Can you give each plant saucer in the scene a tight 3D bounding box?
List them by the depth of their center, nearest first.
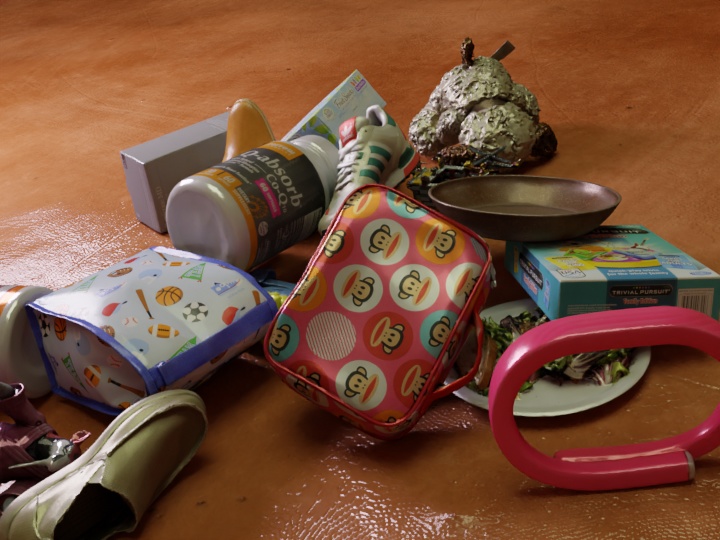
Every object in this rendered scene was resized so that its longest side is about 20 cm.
[{"bbox_3d":[0.169,-0.064,1.067,0.197,0.037,0.201,-1,16,0],"label":"plant saucer"}]

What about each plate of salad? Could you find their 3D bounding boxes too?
[{"bbox_3d":[0.168,0.068,0.956,0.197,0.049,0.201,-8,26,4],"label":"plate of salad"}]

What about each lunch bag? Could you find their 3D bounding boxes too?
[{"bbox_3d":[0.029,0.040,0.905,0.175,0.082,0.201,28,75,15],"label":"lunch bag"},{"bbox_3d":[-0.198,0.064,1.006,0.198,0.125,0.169,6,29,43],"label":"lunch bag"}]

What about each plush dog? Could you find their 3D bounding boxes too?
[{"bbox_3d":[0.176,-0.206,1.399,0.197,0.161,0.173,-16,54,-10],"label":"plush dog"}]

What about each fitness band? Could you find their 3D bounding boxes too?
[{"bbox_3d":[0.196,0.099,0.779,0.197,0.145,0.038,-7,28,6],"label":"fitness band"}]

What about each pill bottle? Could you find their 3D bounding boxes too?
[{"bbox_3d":[-0.412,0.071,1.070,0.197,0.116,0.114,1,29,20],"label":"pill bottle"},{"bbox_3d":[-0.106,-0.075,1.121,0.115,0.118,0.199,12,30,35],"label":"pill bottle"}]

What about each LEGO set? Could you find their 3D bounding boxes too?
[{"bbox_3d":[0.083,-0.097,1.220,0.153,0.117,0.199,15,36,40],"label":"LEGO set"}]

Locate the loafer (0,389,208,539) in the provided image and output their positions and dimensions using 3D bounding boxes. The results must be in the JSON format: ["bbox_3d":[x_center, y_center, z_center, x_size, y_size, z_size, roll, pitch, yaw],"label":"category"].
[{"bbox_3d":[-0.197,0.176,0.848,0.068,0.076,0.199,21,49,43],"label":"loafer"}]

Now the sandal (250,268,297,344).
[{"bbox_3d":[-0.079,0.040,1.063,0.087,0.081,0.199,-27,33,-38],"label":"sandal"}]

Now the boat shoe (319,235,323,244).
[{"bbox_3d":[0.000,-0.002,1.121,0.065,0.076,0.199,-2,14,-15],"label":"boat shoe"}]

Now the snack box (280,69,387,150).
[{"bbox_3d":[-0.073,-0.148,1.318,0.199,0.068,0.169,-37,11,32],"label":"snack box"}]

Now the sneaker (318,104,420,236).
[{"bbox_3d":[-0.006,-0.111,1.119,0.070,0.094,0.200,-18,22,38],"label":"sneaker"}]

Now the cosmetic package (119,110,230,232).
[{"bbox_3d":[-0.221,-0.141,1.423,0.199,0.108,0.090,-29,32,-30],"label":"cosmetic package"}]

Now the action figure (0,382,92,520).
[{"bbox_3d":[-0.331,0.170,0.910,0.197,0.136,0.149,1,-17,-6],"label":"action figure"}]

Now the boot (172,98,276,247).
[{"bbox_3d":[-0.160,-0.088,1.192,0.070,0.204,0.143,5,19,42],"label":"boot"}]

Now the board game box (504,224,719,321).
[{"bbox_3d":[0.235,0.001,0.996,0.149,0.048,0.200,-1,16,-6],"label":"board game box"}]
